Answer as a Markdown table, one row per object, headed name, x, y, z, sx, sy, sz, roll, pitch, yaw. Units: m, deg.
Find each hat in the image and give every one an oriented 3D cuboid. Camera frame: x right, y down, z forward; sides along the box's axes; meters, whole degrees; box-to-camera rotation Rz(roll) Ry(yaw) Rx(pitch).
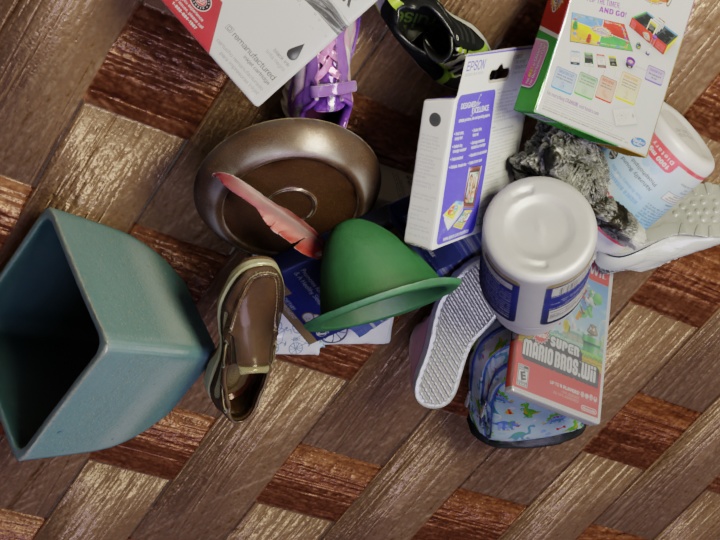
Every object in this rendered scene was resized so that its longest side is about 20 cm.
| name | x | y | z | sx | sy | sz | roll | pitch | yaw |
| --- | --- | --- | --- | --- | --- | --- | --- | --- | --- |
| hat | -0.007 | -0.043 | 1.551 | 0.165 | 0.178 | 0.199 | -23 | 170 | 30 |

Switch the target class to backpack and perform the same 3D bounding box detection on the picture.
| name | x | y | z | sx | sy | sz | roll | pitch | yaw |
| --- | --- | --- | --- | --- | --- | --- | --- | --- | --- |
| backpack | 0.209 | 0.133 | 1.893 | 0.161 | 0.154 | 0.202 | -4 | 122 | 0 |

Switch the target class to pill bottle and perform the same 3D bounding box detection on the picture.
| name | x | y | z | sx | sy | sz | roll | pitch | yaw |
| --- | --- | --- | --- | --- | --- | --- | --- | --- | --- |
| pill bottle | 0.292 | -0.091 | 1.713 | 0.108 | 0.109 | 0.200 | 29 | 119 | -34 |
| pill bottle | 0.186 | -0.006 | 1.628 | 0.118 | 0.121 | 0.200 | -13 | 158 | -3 |

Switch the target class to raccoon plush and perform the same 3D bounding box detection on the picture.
| name | x | y | z | sx | sy | sz | roll | pitch | yaw |
| --- | --- | --- | --- | --- | --- | --- | --- | --- | --- |
| raccoon plush | 0.247 | -0.130 | 1.637 | 0.200 | 0.096 | 0.135 | 37 | 75 | -31 |

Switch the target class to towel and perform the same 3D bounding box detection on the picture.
| name | x | y | z | sx | sy | sz | roll | pitch | yaw |
| --- | --- | --- | --- | --- | --- | --- | --- | --- | --- |
| towel | 0.054 | 0.003 | 1.746 | 0.199 | 0.024 | 0.145 | -33 | 158 | 5 |

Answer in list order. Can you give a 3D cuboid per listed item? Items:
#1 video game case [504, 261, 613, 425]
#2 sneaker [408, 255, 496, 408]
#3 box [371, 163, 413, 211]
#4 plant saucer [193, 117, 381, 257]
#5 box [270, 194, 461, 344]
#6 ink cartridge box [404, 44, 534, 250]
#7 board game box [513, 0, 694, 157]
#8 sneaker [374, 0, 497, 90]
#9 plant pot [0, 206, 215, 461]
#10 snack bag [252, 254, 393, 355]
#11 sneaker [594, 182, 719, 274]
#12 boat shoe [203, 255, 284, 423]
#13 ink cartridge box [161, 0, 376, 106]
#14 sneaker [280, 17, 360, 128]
| name | x | y | z | sx | sy | sz | roll | pitch | yaw |
| --- | --- | --- | --- | --- | --- | --- | --- | --- | --- |
| video game case | 0.237 | 0.068 | 1.798 | 0.142 | 0.202 | 0.017 | 22 | 155 | -31 |
| sneaker | 0.110 | 0.057 | 1.826 | 0.075 | 0.105 | 0.202 | 19 | 110 | -12 |
| box | -0.037 | -0.084 | 1.658 | 0.198 | 0.069 | 0.082 | 18 | 129 | -28 |
| plant saucer | -0.074 | -0.076 | 1.582 | 0.198 | 0.032 | 0.201 | -6 | 141 | -5 |
| box | 0.000 | 0.000 | 1.631 | 0.199 | 0.033 | 0.121 | -25 | 133 | 16 |
| ink cartridge box | 0.117 | -0.135 | 1.573 | 0.198 | 0.043 | 0.202 | -19 | 123 | -60 |
| board game box | 0.254 | -0.234 | 1.542 | 0.152 | 0.040 | 0.202 | 18 | 90 | -28 |
| sneaker | 0.075 | -0.228 | 1.542 | 0.071 | 0.083 | 0.200 | -36 | 135 | 19 |
| plant pot | -0.279 | 0.076 | 1.669 | 0.199 | 0.197 | 0.197 | 9 | 132 | -46 |
| snack bag | -0.040 | 0.029 | 1.797 | 0.198 | 0.022 | 0.190 | 0 | 132 | -15 |
| sneaker | 0.374 | -0.045 | 1.814 | 0.198 | 0.077 | 0.081 | -10 | 146 | 1 |
| boat shoe | -0.114 | 0.079 | 1.608 | 0.074 | 0.075 | 0.204 | -6 | 134 | -22 |
| ink cartridge box | -0.067 | -0.278 | 1.425 | 0.200 | 0.084 | 0.144 | -39 | 102 | 20 |
| sneaker | -0.035 | -0.207 | 1.532 | 0.080 | 0.089 | 0.202 | -3 | 132 | -10 |
